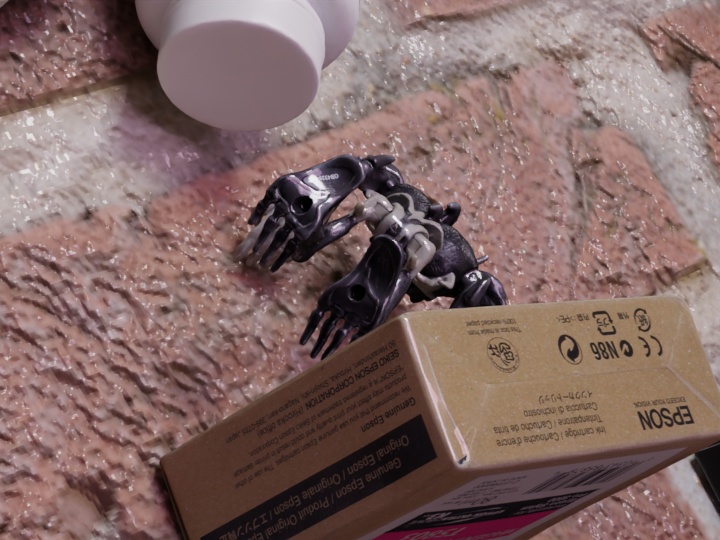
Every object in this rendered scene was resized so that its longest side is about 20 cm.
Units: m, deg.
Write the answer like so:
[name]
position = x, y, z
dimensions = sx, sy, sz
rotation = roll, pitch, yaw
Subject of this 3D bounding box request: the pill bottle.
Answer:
[pill bottle]
position = -0.051, -0.167, 1.425
dimensions = 0.109, 0.109, 0.200
rotation = 30, 44, -28

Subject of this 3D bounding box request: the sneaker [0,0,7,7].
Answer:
[sneaker]
position = -0.130, -0.190, 1.353
dimensions = 0.076, 0.081, 0.200
rotation = 36, 51, 25

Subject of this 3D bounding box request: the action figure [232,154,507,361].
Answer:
[action figure]
position = 0.000, 0.000, 1.369
dimensions = 0.119, 0.102, 0.200
rotation = 53, 11, 12

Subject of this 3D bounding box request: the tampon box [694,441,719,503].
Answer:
[tampon box]
position = 0.308, 0.113, 1.580
dimensions = 0.200, 0.126, 0.150
rotation = -17, 76, -51

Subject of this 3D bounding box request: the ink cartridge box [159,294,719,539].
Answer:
[ink cartridge box]
position = 0.040, 0.078, 1.293
dimensions = 0.200, 0.165, 0.075
rotation = -4, 67, -47
